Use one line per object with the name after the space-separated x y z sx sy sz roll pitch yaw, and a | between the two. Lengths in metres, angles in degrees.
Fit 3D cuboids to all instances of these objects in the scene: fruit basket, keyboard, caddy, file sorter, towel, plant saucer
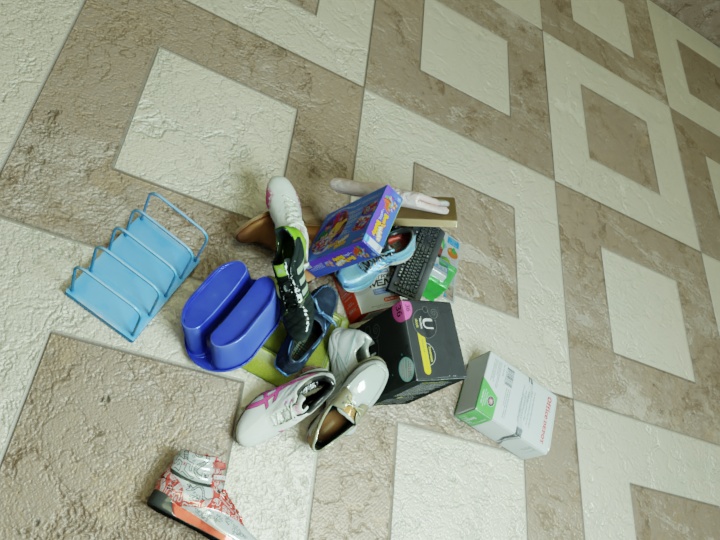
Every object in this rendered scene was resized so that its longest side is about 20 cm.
0.154 -0.042 1.366 0.183 0.094 0.202 30 52 -14 | fruit basket
0.099 -0.035 1.272 0.125 0.021 0.202 20 58 7 | keyboard
-0.228 0.084 1.064 0.140 0.106 0.201 27 57 16 | caddy
-0.373 -0.012 1.019 0.138 0.123 0.201 38 53 -9 | file sorter
0.065 -0.152 1.220 0.190 0.197 0.033 1 101 -62 | towel
-0.121 0.126 1.146 0.198 0.048 0.202 31 55 -15 | plant saucer

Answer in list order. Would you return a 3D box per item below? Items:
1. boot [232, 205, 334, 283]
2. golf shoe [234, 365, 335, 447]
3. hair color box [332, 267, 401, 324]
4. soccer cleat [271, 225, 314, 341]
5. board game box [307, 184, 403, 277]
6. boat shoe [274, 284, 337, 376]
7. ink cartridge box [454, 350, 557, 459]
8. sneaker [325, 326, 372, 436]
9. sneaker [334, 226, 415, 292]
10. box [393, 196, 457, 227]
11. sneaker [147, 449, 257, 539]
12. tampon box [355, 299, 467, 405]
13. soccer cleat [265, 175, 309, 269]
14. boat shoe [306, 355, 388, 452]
-0.149 -0.039 1.206 0.198 0.076 0.157 -15 78 -42 | boot
-0.131 0.234 1.034 0.199 0.092 0.073 -36 98 -17 | golf shoe
0.000 0.000 1.272 0.109 0.064 0.203 -11 71 -33 | hair color box
-0.124 0.021 1.038 0.081 0.066 0.204 21 61 -68 | soccer cleat
-0.018 -0.071 1.136 0.045 0.199 0.136 39 58 -24 | board game box
-0.085 0.107 1.103 0.083 0.069 0.202 31 55 -14 | boat shoe
0.319 0.296 1.299 0.199 0.084 0.147 34 54 -12 | ink cartridge box
-0.018 0.209 1.118 0.070 0.079 0.204 4 85 -53 | sneaker
0.031 -0.034 1.196 0.199 0.090 0.079 -34 76 -21 | sneaker
0.114 -0.133 1.322 0.196 0.022 0.164 3 25 6 | box
-0.226 0.366 0.951 0.200 0.067 0.109 33 56 -10 | sneaker
0.083 0.163 1.147 0.125 0.200 0.152 4 63 -33 | tampon box
-0.131 -0.090 1.138 0.069 0.086 0.204 -8 83 -28 | soccer cleat
-0.019 0.244 1.061 0.074 0.068 0.201 37 96 -7 | boat shoe
